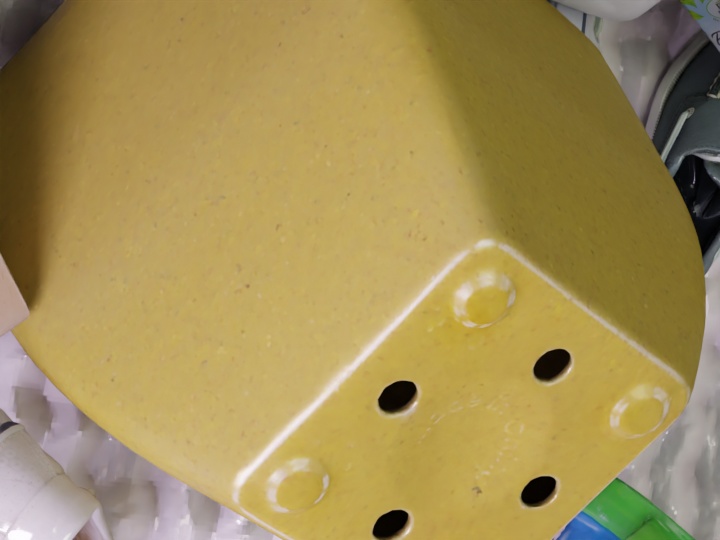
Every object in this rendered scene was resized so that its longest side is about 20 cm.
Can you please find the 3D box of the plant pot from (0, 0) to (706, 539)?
[{"bbox_3d":[0.000,0.000,0.809,0.195,0.200,0.194,-45,130,13],"label":"plant pot"}]

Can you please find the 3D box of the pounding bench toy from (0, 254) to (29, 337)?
[{"bbox_3d":[-0.189,0.020,0.774,0.156,0.124,0.201,-36,116,-26],"label":"pounding bench toy"}]

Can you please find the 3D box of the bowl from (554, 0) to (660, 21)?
[{"bbox_3d":[0.070,-0.215,0.915,0.199,0.074,0.202,21,62,-34],"label":"bowl"}]

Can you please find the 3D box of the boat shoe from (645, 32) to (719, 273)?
[{"bbox_3d":[0.151,-0.035,1.043,0.200,0.062,0.073,-52,120,-18],"label":"boat shoe"}]

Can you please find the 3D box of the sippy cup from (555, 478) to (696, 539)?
[{"bbox_3d":[0.104,0.176,0.997,0.130,0.140,0.178,-45,117,-5],"label":"sippy cup"}]

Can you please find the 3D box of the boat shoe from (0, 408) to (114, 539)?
[{"bbox_3d":[-0.108,0.113,0.814,0.071,0.070,0.201,-50,164,-27],"label":"boat shoe"}]

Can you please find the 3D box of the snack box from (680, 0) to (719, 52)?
[{"bbox_3d":[0.220,-0.150,1.052,0.142,0.053,0.201,45,54,-30],"label":"snack box"}]

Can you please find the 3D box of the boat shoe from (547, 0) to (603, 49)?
[{"bbox_3d":[0.067,-0.056,0.973,0.067,0.073,0.202,21,83,-57],"label":"boat shoe"}]
